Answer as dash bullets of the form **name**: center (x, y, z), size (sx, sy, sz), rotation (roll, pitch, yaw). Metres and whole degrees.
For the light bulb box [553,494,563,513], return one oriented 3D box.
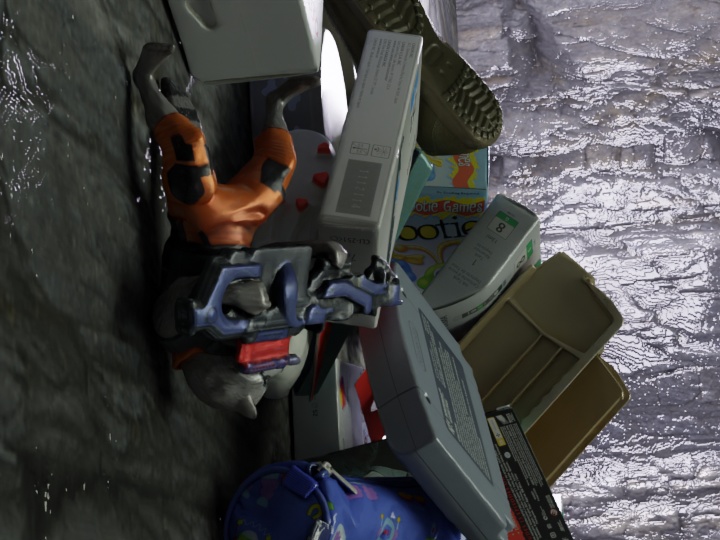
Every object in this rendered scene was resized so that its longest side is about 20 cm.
- **light bulb box**: center (0.092, 0.298, 1.499), size (0.200, 0.196, 0.126), rotation (-59, 146, -74)

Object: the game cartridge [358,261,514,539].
- **game cartridge**: center (0.047, 0.087, 1.128), size (0.133, 0.041, 0.201), rotation (48, 17, -31)

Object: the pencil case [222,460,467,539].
- **pencil case**: center (-0.004, 0.167, 1.067), size (0.087, 0.078, 0.200), rotation (-57, 147, 10)

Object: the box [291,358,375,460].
- **box**: center (-0.017, 0.155, 1.356), size (0.200, 0.041, 0.157), rotation (36, 51, -81)

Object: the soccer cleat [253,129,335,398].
- **soccer cleat**: center (-0.054, -0.008, 1.118), size (0.078, 0.069, 0.201), rotation (88, 9, -54)

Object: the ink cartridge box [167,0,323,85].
- **ink cartridge box**: center (-0.071, -0.238, 1.023), size (0.145, 0.084, 0.201), rotation (75, 15, -55)

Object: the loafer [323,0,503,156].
- **loafer**: center (0.020, -0.160, 1.211), size (0.200, 0.067, 0.076), rotation (52, 41, -3)

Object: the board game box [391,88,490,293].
- **board game box**: center (0.056, -0.056, 1.408), size (0.201, 0.102, 0.106), rotation (88, 6, -58)

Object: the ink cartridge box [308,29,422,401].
- **ink cartridge box**: center (0.005, -0.036, 1.134), size (0.177, 0.044, 0.201), rotation (93, 7, -45)

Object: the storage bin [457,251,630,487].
- **storage bin**: center (0.138, 0.110, 1.384), size (0.094, 0.199, 0.200), rotation (41, -9, 23)

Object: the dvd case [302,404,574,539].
- **dvd case**: center (0.054, 0.186, 1.198), size (0.147, 0.199, 0.022), rotation (65, -30, 24)

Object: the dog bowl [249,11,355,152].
- **dog bowl**: center (-0.041, -0.114, 1.270), size (0.200, 0.058, 0.202), rotation (-5, 90, -82)

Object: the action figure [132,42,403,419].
- **action figure**: center (-0.063, -0.015, 0.922), size (0.199, 0.104, 0.195), rotation (10, 80, -56)

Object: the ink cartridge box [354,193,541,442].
- **ink cartridge box**: center (0.078, 0.055, 1.353), size (0.200, 0.050, 0.161), rotation (-53, 160, -17)

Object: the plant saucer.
- **plant saucer**: center (0.000, 0.000, 1.220), size (0.201, 0.019, 0.070), rotation (-64, -168, 5)
